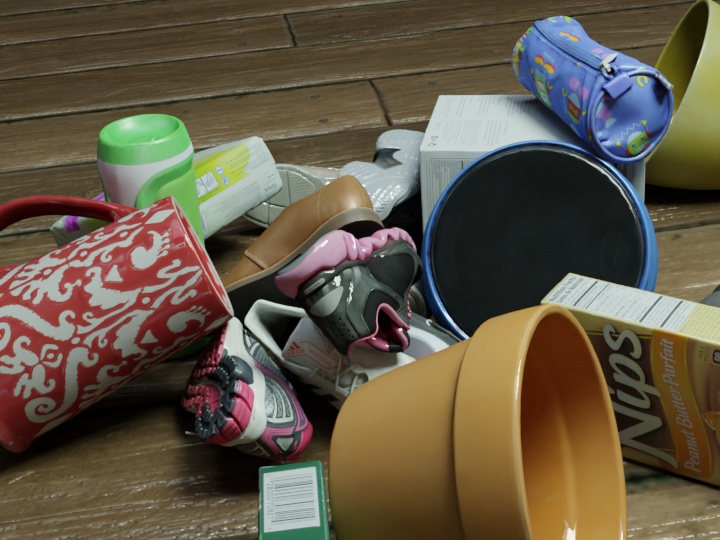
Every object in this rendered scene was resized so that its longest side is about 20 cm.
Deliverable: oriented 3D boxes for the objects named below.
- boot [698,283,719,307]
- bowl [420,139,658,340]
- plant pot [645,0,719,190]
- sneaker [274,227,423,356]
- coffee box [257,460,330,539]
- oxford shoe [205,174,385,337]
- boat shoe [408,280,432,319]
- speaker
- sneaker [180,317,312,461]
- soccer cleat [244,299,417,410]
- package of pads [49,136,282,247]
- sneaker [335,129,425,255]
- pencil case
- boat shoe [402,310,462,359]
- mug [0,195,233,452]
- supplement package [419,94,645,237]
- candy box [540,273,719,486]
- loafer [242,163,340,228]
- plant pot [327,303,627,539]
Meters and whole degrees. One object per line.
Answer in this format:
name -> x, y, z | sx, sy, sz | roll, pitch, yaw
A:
boot -> 0.325, 0.072, 0.957 | 0.131, 0.071, 0.199 | -28, 24, -32
bowl -> 0.146, -0.012, 1.008 | 0.197, 0.204, 0.039 | 2, -12, 12
plant pot -> 0.384, -0.166, 1.288 | 0.140, 0.202, 0.201 | 21, 29, -2
sneaker -> 0.009, 0.023, 0.935 | 0.096, 0.079, 0.200 | 53, 20, 11
coffee box -> -0.032, 0.212, 0.667 | 0.043, 0.125, 0.201 | -4, 29, -3
oxford shoe -> -0.067, -0.009, 1.035 | 0.199, 0.071, 0.072 | -33, 52, 18
boat shoe -> 0.000, 0.000, 1.123 | 0.067, 0.073, 0.199 | -25, 31, -34
speaker -> -0.176, -0.028, 1.061 | 0.087, 0.203, 0.089 | -3, 27, 2
sneaker -> -0.092, 0.099, 0.959 | 0.074, 0.081, 0.200 | 27, 9, -18
soccer cleat -> -0.015, 0.074, 0.950 | 0.199, 0.085, 0.069 | 27, 84, 45
package of pads -> -0.191, -0.064, 1.218 | 0.198, 0.069, 0.154 | -10, 20, 42
sneaker -> 0.027, -0.055, 1.175 | 0.074, 0.115, 0.200 | 10, 28, 17
pencil case -> 0.198, -0.165, 1.063 | 0.077, 0.088, 0.200 | -28, 29, -1
boat shoe -> 0.021, 0.054, 1.029 | 0.066, 0.071, 0.199 | -2, 14, -43
mug -> -0.219, 0.017, 0.949 | 0.198, 0.179, 0.133 | -27, 7, -2
supplement package -> 0.164, -0.071, 1.146 | 0.197, 0.153, 0.152 | 1, 27, 11
candy box -> 0.228, 0.083, 0.880 | 0.198, 0.117, 0.055 | 14, 31, 31
loafer -> -0.042, -0.079, 1.299 | 0.197, 0.073, 0.063 | 1, 11, -1
plant pot -> 0.070, 0.130, 0.754 | 0.138, 0.202, 0.200 | -9, 23, 26
